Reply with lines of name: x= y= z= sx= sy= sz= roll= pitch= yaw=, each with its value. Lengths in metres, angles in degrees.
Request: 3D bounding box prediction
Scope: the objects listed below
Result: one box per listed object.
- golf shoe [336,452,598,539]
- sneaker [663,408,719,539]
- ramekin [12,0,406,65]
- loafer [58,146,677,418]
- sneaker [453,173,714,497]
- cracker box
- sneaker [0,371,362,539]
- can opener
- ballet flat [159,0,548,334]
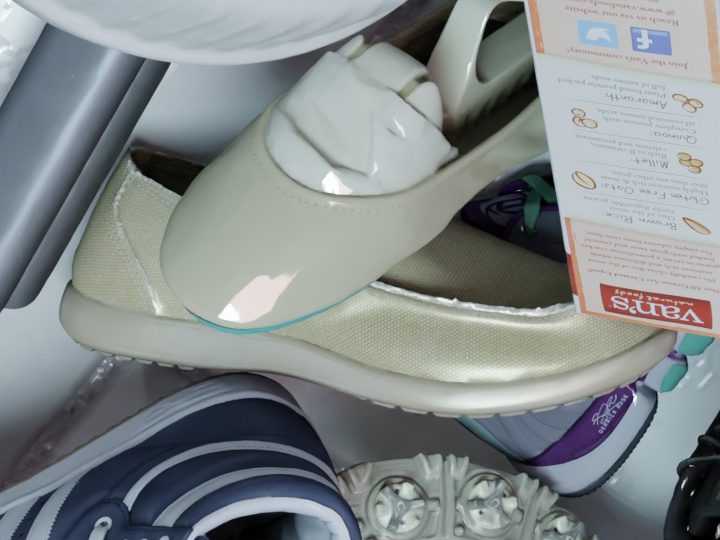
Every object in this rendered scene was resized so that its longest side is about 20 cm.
golf shoe: x=0.057 y=0.118 z=1.012 sx=0.199 sy=0.097 sz=0.079 roll=21 pitch=74 yaw=-23
sneaker: x=0.141 y=0.057 z=0.932 sx=0.091 sy=0.076 sz=0.201 roll=21 pitch=84 yaw=-55
ramekin: x=-0.030 y=-0.156 z=0.818 sx=0.199 sy=0.105 sz=0.201 roll=-1 pitch=94 yaw=-19
loafer: x=0.000 y=0.000 z=0.931 sx=0.199 sy=0.076 sz=0.069 roll=5 pitch=105 yaw=13
sneaker: x=0.088 y=-0.020 z=0.965 sx=0.087 sy=0.074 sz=0.200 roll=29 pitch=108 yaw=-15
cracker box: x=0.091 y=-0.090 z=0.832 sx=0.057 sy=0.135 sz=0.200 roll=9 pitch=149 yaw=16
sneaker: x=-0.088 y=0.110 z=0.893 sx=0.200 sy=0.108 sz=0.070 roll=-34 pitch=115 yaw=-6
can opener: x=-0.090 y=-0.081 z=0.924 sx=0.067 sy=0.053 sz=0.201 roll=35 pitch=109 yaw=10
ballet flat: x=0.018 y=-0.052 z=0.894 sx=0.200 sy=0.069 sz=0.070 roll=-34 pitch=126 yaw=-38
